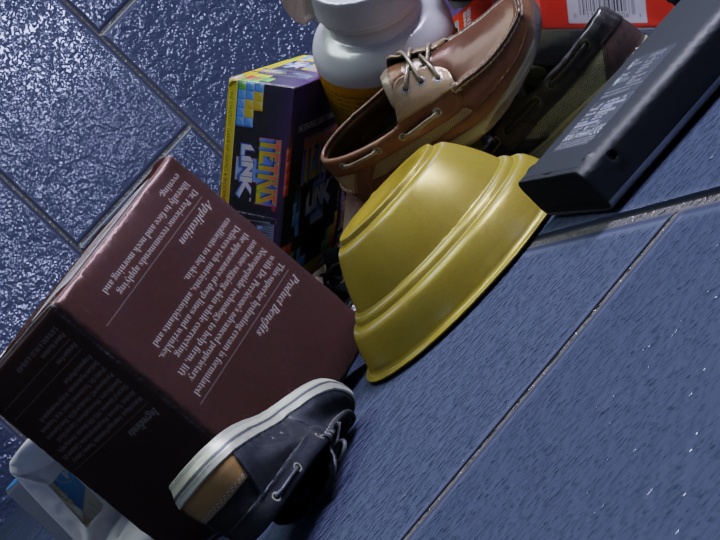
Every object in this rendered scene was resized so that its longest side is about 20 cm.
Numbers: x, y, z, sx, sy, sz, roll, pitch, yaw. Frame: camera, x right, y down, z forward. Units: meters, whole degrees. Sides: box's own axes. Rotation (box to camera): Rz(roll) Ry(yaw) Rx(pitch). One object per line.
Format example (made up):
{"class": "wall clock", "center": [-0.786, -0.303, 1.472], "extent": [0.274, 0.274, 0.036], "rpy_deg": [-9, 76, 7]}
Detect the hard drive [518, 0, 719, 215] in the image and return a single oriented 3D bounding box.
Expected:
{"class": "hard drive", "center": [0.185, -0.118, 0.987], "extent": [0.200, 0.033, 0.140], "rpy_deg": [-48, 7, -6]}

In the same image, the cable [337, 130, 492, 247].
{"class": "cable", "center": [0.056, -0.080, 1.419], "extent": [0.201, 0.050, 0.097], "rpy_deg": [-52, -31, -1]}

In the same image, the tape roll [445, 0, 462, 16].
{"class": "tape roll", "center": [0.158, -0.283, 1.402], "extent": [0.200, 0.200, 0.085], "rpy_deg": [-44, 6, 23]}

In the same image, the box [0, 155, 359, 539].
{"class": "box", "center": [-0.134, 0.065, 1.186], "extent": [0.164, 0.200, 0.167], "rpy_deg": [-39, 13, 49]}

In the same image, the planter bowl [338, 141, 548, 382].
{"class": "planter bowl", "center": [0.044, -0.026, 1.127], "extent": [0.200, 0.083, 0.200], "rpy_deg": [-46, 7, 7]}

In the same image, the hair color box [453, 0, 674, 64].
{"class": "hair color box", "center": [0.148, -0.189, 1.266], "extent": [0.109, 0.065, 0.200], "rpy_deg": [-3, -7, -16]}

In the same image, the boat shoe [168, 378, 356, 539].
{"class": "boat shoe", "center": [-0.044, 0.115, 0.979], "extent": [0.075, 0.062, 0.200], "rpy_deg": [-50, -10, 19]}

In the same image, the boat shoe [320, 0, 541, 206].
{"class": "boat shoe", "center": [0.048, -0.123, 1.174], "extent": [0.200, 0.071, 0.076], "rpy_deg": [-47, 31, 23]}

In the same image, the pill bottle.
{"class": "pill bottle", "center": [0.027, -0.148, 1.270], "extent": [0.111, 0.201, 0.114], "rpy_deg": [-12, 41, 10]}

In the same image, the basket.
{"class": "basket", "center": [-0.190, 0.147, 1.411], "extent": [0.123, 0.136, 0.200], "rpy_deg": [-47, 5, -38]}

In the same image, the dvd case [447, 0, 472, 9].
{"class": "dvd case", "center": [0.157, -0.236, 1.263], "extent": [0.197, 0.022, 0.146], "rpy_deg": [-9, -2, 9]}

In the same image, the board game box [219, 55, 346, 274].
{"class": "board game box", "center": [-0.056, -0.079, 1.323], "extent": [0.200, 0.056, 0.168], "rpy_deg": [-42, -40, -71]}

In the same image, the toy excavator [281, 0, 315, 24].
{"class": "toy excavator", "center": [0.039, -0.216, 1.566], "extent": [0.192, 0.202, 0.100], "rpy_deg": [-7, 29, 33]}

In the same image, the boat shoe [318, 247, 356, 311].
{"class": "boat shoe", "center": [0.001, -0.001, 1.323], "extent": [0.200, 0.066, 0.074], "rpy_deg": [-50, 7, -20]}

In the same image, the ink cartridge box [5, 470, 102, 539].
{"class": "ink cartridge box", "center": [-0.228, 0.170, 1.572], "extent": [0.067, 0.116, 0.200], "rpy_deg": [-40, 10, 46]}

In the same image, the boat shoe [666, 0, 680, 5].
{"class": "boat shoe", "center": [0.267, -0.260, 1.111], "extent": [0.200, 0.076, 0.060], "rpy_deg": [-48, 13, -13]}

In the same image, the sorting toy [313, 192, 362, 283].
{"class": "sorting toy", "center": [-0.017, -0.045, 1.548], "extent": [0.179, 0.107, 0.201], "rpy_deg": [-20, -30, -49]}

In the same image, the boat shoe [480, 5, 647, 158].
{"class": "boat shoe", "center": [0.131, -0.121, 1.189], "extent": [0.200, 0.066, 0.072], "rpy_deg": [-37, 8, 44]}
